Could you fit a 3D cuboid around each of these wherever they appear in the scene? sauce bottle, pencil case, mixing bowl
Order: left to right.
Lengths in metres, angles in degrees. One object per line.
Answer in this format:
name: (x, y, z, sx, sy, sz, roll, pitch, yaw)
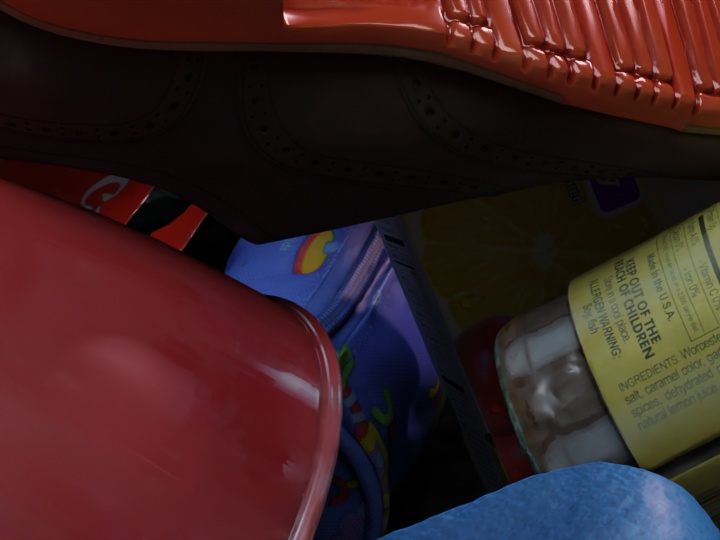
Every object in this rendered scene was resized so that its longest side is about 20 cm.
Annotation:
mixing bowl: (-0.112, 0.050, 0.609, 0.200, 0.108, 0.201, -37, 26, 21)
pencil case: (0.000, 0.000, 0.769, 0.078, 0.087, 0.200, 25, 40, 6)
sauce bottle: (0.126, -0.006, 0.620, 0.199, 0.065, 0.065, -27, 30, 13)

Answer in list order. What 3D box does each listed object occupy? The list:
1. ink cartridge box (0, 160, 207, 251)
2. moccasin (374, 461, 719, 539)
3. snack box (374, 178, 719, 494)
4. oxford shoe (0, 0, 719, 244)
ink cartridge box: (-0.129, -0.017, 0.811, 0.199, 0.050, 0.162, -13, 27, 31)
moccasin: (-0.012, 0.106, 0.618, 0.199, 0.068, 0.081, -17, 41, 21)
snack box: (0.106, -0.027, 0.699, 0.199, 0.143, 0.053, -23, 8, -6)
oxford shoe: (0.007, -0.043, 0.637, 0.199, 0.073, 0.071, 10, 41, -15)
